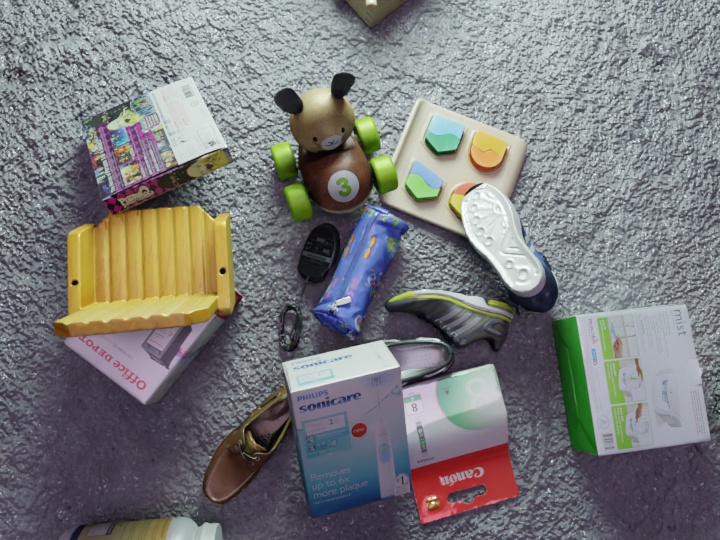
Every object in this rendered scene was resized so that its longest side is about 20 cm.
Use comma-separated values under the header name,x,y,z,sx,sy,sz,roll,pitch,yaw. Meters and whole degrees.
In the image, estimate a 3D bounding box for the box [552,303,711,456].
name,x,y,z,sx,sy,sz,roll,pitch,yaw
box,0.400,0.159,0.941,0.175,0.097,0.201,-7,82,-7

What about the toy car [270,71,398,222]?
name,x,y,z,sx,sy,sz,roll,pitch,yaw
toy car,-0.047,-0.189,0.884,0.163,0.200,0.158,-19,61,-5

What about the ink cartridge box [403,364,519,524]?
name,x,y,z,sx,sy,sz,roll,pitch,yaw
ink cartridge box,0.141,0.254,0.928,0.160,0.050,0.201,-13,81,-7

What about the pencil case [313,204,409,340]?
name,x,y,z,sx,sy,sz,roll,pitch,yaw
pencil case,0.000,0.000,0.933,0.078,0.087,0.201,22,79,15

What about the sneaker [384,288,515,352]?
name,x,y,z,sx,sy,sz,roll,pitch,yaw
sneaker,0.133,0.073,0.943,0.199,0.074,0.081,9,84,-2

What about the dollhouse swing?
name,x,y,z,sx,sy,sz,roll,pitch,yaw
dollhouse swing,-0.267,-0.008,0.778,0.199,0.176,0.183,-5,80,-5

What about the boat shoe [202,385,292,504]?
name,x,y,z,sx,sy,sz,roll,pitch,yaw
boat shoe,-0.154,0.242,0.890,0.072,0.068,0.200,36,80,1

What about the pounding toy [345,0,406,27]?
name,x,y,z,sx,sy,sz,roll,pitch,yaw
pounding toy,0.023,-0.490,0.978,0.200,0.142,0.184,-41,87,-10

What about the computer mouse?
name,x,y,z,sx,sy,sz,roll,pitch,yaw
computer mouse,-0.076,0.026,0.949,0.058,0.034,0.201,19,87,26

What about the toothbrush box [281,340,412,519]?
name,x,y,z,sx,sy,sz,roll,pitch,yaw
toothbrush box,-0.017,0.212,0.853,0.146,0.085,0.201,-10,110,-12

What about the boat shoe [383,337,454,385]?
name,x,y,z,sx,sy,sz,roll,pitch,yaw
boat shoe,0.038,0.135,0.920,0.199,0.060,0.076,-16,77,-1

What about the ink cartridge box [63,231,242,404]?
name,x,y,z,sx,sy,sz,roll,pitch,yaw
ink cartridge box,-0.287,0.067,0.895,0.147,0.086,0.200,37,79,1

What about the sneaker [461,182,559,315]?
name,x,y,z,sx,sy,sz,roll,pitch,yaw
sneaker,0.228,-0.024,0.952,0.080,0.146,0.201,-33,59,14

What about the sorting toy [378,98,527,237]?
name,x,y,z,sx,sy,sz,roll,pitch,yaw
sorting toy,0.149,-0.158,0.994,0.199,0.036,0.186,23,80,-2

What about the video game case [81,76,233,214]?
name,x,y,z,sx,sy,sz,roll,pitch,yaw
video game case,-0.296,-0.186,0.906,0.181,0.036,0.200,-26,51,-9

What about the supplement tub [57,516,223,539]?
name,x,y,z,sx,sy,sz,roll,pitch,yaw
supplement tub,-0.283,0.399,0.816,0.199,0.144,0.145,-3,82,-6
